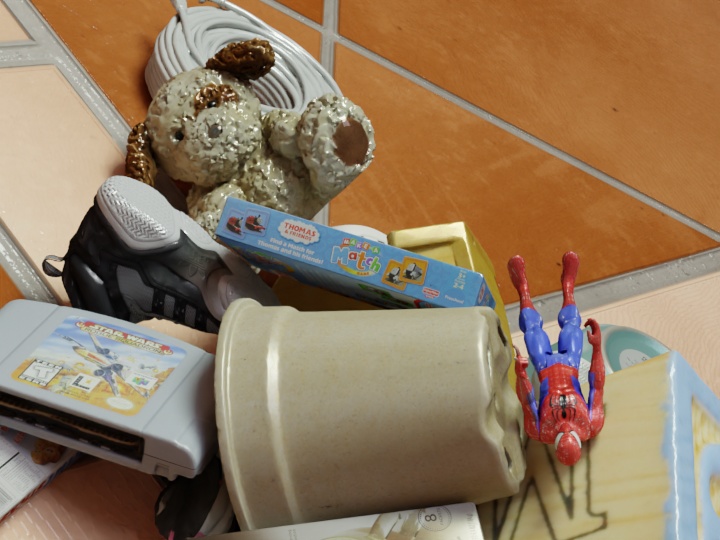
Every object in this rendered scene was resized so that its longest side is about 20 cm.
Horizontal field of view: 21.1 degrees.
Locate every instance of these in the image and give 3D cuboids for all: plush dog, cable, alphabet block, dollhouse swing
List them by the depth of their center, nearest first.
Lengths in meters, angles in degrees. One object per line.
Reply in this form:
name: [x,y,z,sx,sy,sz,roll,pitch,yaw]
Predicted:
alphabet block: [0.192,0.211,1.422,0.195,0.200,0.197,46,35,-33]
dollhouse swing: [0.034,0.087,1.604,0.182,0.176,0.200,48,28,-68]
plush dog: [-0.106,-0.101,1.665,0.172,0.200,0.160,46,-2,-4]
cable: [-0.106,-0.163,1.808,0.200,0.069,0.200,26,35,-19]

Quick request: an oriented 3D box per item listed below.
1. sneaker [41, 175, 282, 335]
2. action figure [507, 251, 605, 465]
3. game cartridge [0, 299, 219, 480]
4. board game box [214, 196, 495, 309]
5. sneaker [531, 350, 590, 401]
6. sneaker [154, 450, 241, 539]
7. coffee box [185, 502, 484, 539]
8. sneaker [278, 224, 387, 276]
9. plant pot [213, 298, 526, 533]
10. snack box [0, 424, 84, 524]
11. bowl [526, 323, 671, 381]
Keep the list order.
sneaker: [-0.149,0.025,1.491,0.200,0.114,0.076,41,19,-14]
action figure: [0.139,0.047,1.392,0.065,0.099,0.200,-6,45,3]
game cartridge: [-0.185,0.079,1.368,0.200,0.042,0.133,17,32,10]
board game box: [0.000,0.000,1.477,0.200,0.037,0.151,17,-6,9]
sneaker: [0.166,0.139,1.569,0.076,0.105,0.200,-44,123,-23]
sneaker: [-0.100,0.154,1.423,0.086,0.080,0.200,49,25,-25]
coffee box: [-0.011,0.234,1.293,0.200,0.080,0.114,-7,49,-8]
sneaker: [0.027,0.027,1.690,0.200,0.073,0.112,7,41,-41]
plant pot: [0.016,0.105,1.366,0.200,0.183,0.201,-9,90,-77]
snack box: [-0.234,0.115,1.368,0.072,0.024,0.200,38,32,6]
bowl: [0.233,0.126,1.736,0.201,0.105,0.201,25,35,-19]
